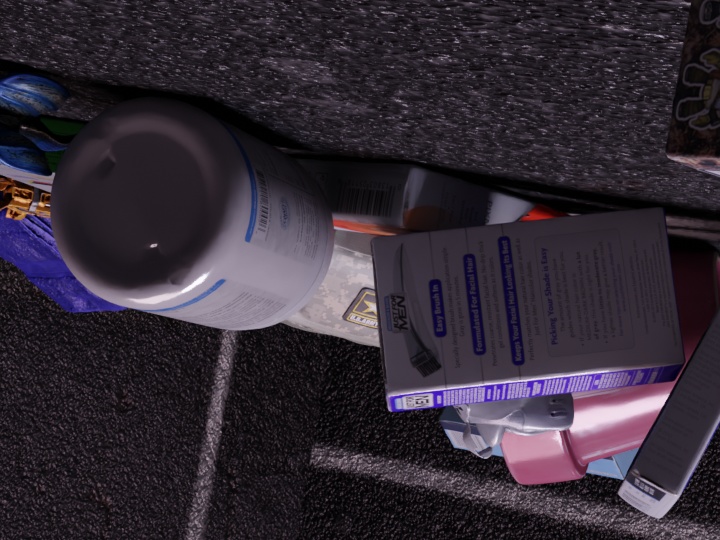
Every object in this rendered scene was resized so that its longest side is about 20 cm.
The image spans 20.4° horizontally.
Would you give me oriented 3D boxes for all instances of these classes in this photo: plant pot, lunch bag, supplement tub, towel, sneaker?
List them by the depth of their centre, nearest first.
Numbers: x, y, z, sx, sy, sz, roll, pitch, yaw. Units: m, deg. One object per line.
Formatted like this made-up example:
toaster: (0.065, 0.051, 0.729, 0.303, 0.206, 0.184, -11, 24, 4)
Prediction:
supplement tub: (-0.105, -0.032, 1.295, 0.131, 0.133, 0.200, 9, 176, 17)
sneaker: (0.136, 0.047, 1.421, 0.199, 0.116, 0.075, -26, -177, -14)
plant pot: (0.199, 0.059, 1.562, 0.178, 0.202, 0.200, -7, 172, 15)
lunch bag: (0.000, 0.000, 1.649, 0.163, 0.119, 0.200, 15, 172, -18)
towel: (-0.334, -0.021, 2.125, 0.147, 0.050, 0.200, -8, 141, 40)

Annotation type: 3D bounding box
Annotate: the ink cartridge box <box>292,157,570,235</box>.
ink cartridge box: (0.045, -0.038, 1.451, 0.199, 0.051, 0.162, 18, 173, -43)

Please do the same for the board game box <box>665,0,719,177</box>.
board game box: (0.191, -0.049, 0.397, 0.199, 0.098, 0.159, 7, 175, 45)

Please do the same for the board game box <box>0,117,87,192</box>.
board game box: (-0.203, -0.081, 1.546, 0.152, 0.041, 0.200, 9, 177, 12)

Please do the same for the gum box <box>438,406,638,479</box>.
gum box: (0.186, 0.076, 1.728, 0.169, 0.201, 0.045, 7, 144, 34)

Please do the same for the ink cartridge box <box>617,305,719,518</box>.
ink cartridge box: (0.244, 0.070, 1.376, 0.047, 0.201, 0.198, 28, 172, 11)

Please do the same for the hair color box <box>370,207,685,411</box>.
hair color box: (0.110, 0.027, 1.338, 0.198, 0.110, 0.065, -5, 165, 0)

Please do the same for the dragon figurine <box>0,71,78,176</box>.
dragon figurine: (-0.217, -0.092, 1.225, 0.199, 0.059, 0.099, 16, 175, -40)

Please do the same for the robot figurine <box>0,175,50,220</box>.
robot figurine: (-0.299, -0.076, 1.766, 0.144, 0.059, 0.200, 11, 177, -30)
